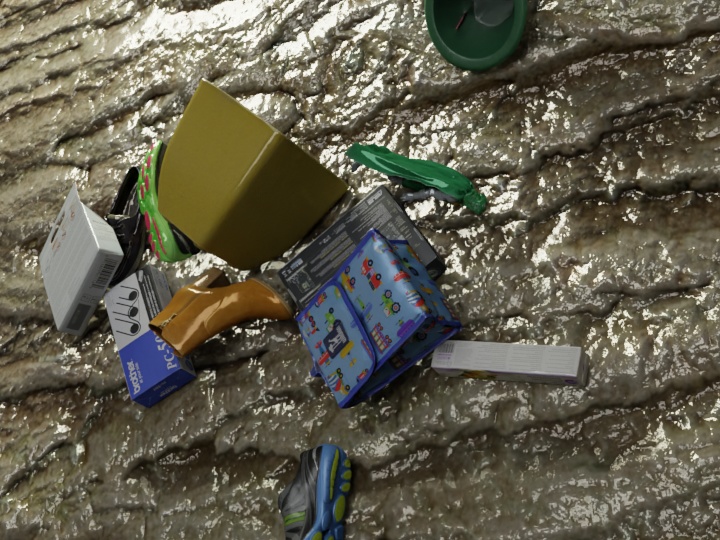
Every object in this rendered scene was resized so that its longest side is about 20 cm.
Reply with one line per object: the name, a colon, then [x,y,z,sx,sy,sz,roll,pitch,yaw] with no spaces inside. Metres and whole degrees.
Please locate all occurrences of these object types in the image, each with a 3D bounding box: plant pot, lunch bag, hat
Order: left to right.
plant pot: [-0.178,-0.121,1.757,0.195,0.194,0.200,38,93,37]
lunch bag: [0.007,0.072,1.579,0.200,0.094,0.151,-44,59,20]
hat: [0.203,-0.404,1.787,0.165,0.176,0.201,9,108,30]

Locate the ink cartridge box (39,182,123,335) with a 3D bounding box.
ink cartridge box: [-0.446,-0.020,1.913,0.161,0.047,0.200,-59,36,22]

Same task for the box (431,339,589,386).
box: [0.186,0.115,1.521,0.199,0.039,0.042,0,67,29]

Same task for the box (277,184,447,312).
box: [0.000,0.000,1.680,0.200,0.044,0.160,-40,54,6]

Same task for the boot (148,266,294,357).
boot: [-0.200,0.073,1.717,0.200,0.071,0.144,19,56,42]

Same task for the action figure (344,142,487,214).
action figure: [0.086,-0.124,1.673,0.199,0.118,0.055,24,115,24]

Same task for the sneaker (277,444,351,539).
sneaker: [-0.067,0.321,1.550,0.082,0.071,0.201,-7,61,42]

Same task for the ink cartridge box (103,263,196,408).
ink cartridge box: [-0.317,0.096,1.810,0.094,0.044,0.201,-32,55,13]

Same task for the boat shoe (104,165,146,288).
boat shoe: [-0.374,-0.072,1.912,0.072,0.065,0.201,7,71,31]

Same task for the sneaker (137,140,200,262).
sneaker: [-0.293,-0.105,1.872,0.077,0.083,0.201,-37,62,53]
